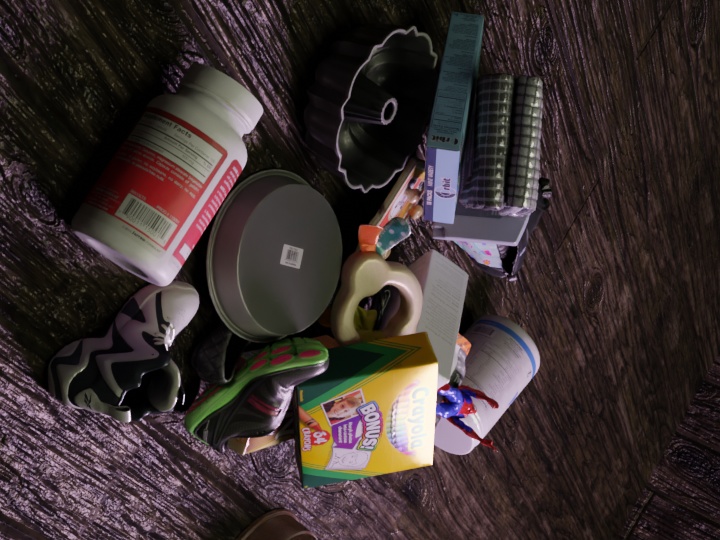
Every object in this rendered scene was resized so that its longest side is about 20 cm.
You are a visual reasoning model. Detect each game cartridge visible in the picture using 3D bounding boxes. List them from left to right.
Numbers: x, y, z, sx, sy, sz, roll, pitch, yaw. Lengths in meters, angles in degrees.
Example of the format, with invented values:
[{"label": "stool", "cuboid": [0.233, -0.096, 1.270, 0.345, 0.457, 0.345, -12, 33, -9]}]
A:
[{"label": "game cartridge", "cuboid": [0.170, -0.135, 1.733, 0.041, 0.133, 0.201, 33, 63, -77]}]

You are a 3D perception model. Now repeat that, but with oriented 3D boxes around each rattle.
[{"label": "rattle", "cuboid": [0.000, 0.000, 1.603, 0.130, 0.143, 0.201, -17, 123, -6]}]

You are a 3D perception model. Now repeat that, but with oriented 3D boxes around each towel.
[{"label": "towel", "cuboid": [0.172, -0.153, 1.612, 0.200, 0.085, 0.166, -39, 132, -89]}]

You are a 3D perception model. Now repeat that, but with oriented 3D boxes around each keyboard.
[{"label": "keyboard", "cuboid": [0.015, 0.070, 1.734, 0.127, 0.021, 0.201, 137, -30, -83]}]

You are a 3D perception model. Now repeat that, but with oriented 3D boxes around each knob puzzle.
[{"label": "knob puzzle", "cuboid": [0.040, -0.050, 1.680, 0.220, 0.030, 0.220, -55, 171, -12]}]

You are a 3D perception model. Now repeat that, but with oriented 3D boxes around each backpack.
[{"label": "backpack", "cuboid": [0.184, -0.097, 1.846, 0.200, 0.126, 0.167, 55, 50, -59]}]

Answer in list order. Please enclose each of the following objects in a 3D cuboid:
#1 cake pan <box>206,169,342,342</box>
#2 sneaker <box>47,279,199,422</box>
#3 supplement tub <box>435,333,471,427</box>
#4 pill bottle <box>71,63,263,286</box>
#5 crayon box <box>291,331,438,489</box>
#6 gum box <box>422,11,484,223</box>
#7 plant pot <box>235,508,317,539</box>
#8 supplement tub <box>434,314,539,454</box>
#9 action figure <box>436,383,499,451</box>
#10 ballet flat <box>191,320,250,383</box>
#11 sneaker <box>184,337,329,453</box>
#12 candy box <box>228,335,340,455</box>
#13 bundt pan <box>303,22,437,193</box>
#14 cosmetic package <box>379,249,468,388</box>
[{"label": "cake pan", "cuboid": [-0.091, -0.014, 1.487, 0.200, 0.037, 0.201, -11, 104, -48]}, {"label": "sneaker", "cuboid": [-0.207, 0.090, 1.337, 0.199, 0.129, 0.080, -32, 139, -45]}, {"label": "supplement tub", "cuboid": [0.070, 0.170, 1.866, 0.200, 0.122, 0.123, -60, 151, -9]}, {"label": "pill bottle", "cuboid": [-0.181, -0.095, 1.257, 0.200, 0.112, 0.112, -59, 151, -11]}, {"label": "crayon box", "cuboid": [0.004, 0.176, 1.612, 0.172, 0.058, 0.200, -9, 135, -8]}, {"label": "gum box", "cuboid": [0.114, -0.187, 1.613, 0.170, 0.044, 0.201, 89, 12, -62]}, {"label": "plant pot", "cuboid": [-0.074, 0.460, 1.774, 0.200, 0.198, 0.201, -37, 140, -39]}, {"label": "supplement tub", "cuboid": [0.180, 0.177, 2.047, 0.200, 0.132, 0.132, -45, 146, -31]}, {"label": "action figure", "cuboid": [0.147, 0.194, 1.779, 0.065, 0.099, 0.200, -62, 161, 1]}, {"label": "ballet flat", "cuboid": [-0.122, 0.051, 1.523, 0.200, 0.057, 0.067, -55, 146, -18]}, {"label": "sneaker", "cuboid": [-0.110, 0.144, 1.506, 0.200, 0.084, 0.077, -32, -164, 23]}, {"label": "candy box", "cuboid": [-0.094, 0.154, 1.652, 0.200, 0.055, 0.116, -9, 120, -58]}, {"label": "bundt pan", "cuboid": [0.005, -0.198, 1.523, 0.202, 0.076, 0.202, -38, 141, -39]}, {"label": "cosmetic package", "cuboid": [0.076, 0.078, 1.722, 0.102, 0.074, 0.200, -38, -153, 40]}]
